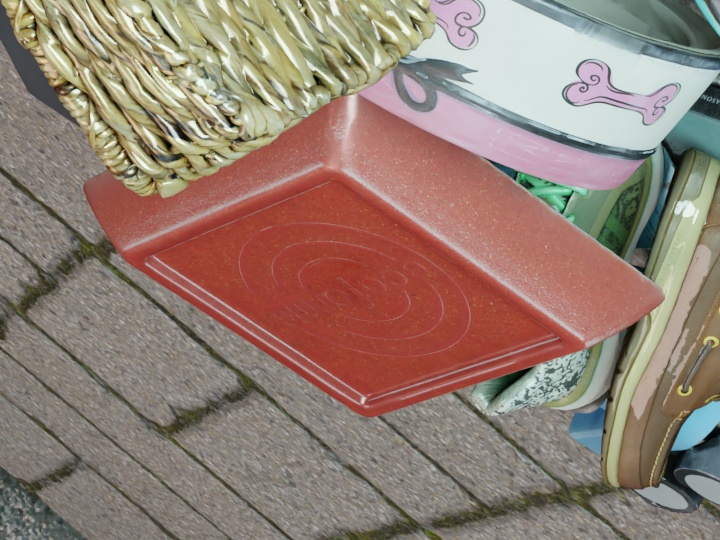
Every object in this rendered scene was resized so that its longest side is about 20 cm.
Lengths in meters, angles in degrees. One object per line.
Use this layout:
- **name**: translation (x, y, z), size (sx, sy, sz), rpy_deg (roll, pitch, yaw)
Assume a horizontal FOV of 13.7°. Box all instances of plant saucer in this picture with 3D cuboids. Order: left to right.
- **plant saucer**: translation (0.000, 0.000, 1.346), size (0.200, 0.037, 0.199), rpy_deg (34, 146, -29)

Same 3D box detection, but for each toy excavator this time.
- **toy excavator**: translation (0.114, 0.034, 1.546), size (0.200, 0.100, 0.194), rpy_deg (34, 163, -17)

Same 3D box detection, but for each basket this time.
- **basket**: translation (-0.096, -0.128, 1.133), size (0.149, 0.143, 0.200), rpy_deg (-19, 102, 49)

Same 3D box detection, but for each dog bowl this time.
- **dog bowl**: translation (0.051, -0.104, 1.247), size (0.200, 0.074, 0.200), rpy_deg (24, -165, -7)

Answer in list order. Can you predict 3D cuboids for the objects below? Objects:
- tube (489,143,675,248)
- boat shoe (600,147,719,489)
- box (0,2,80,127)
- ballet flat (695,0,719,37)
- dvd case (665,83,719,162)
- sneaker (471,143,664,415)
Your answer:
- **tube**: translation (0.106, -0.038, 1.519), size (0.078, 0.050, 0.200), rpy_deg (54, 157, -15)
- **boat shoe**: translation (0.158, 0.034, 1.401), size (0.067, 0.072, 0.200), rpy_deg (17, 132, 5)
- **box**: translation (-0.122, -0.172, 1.474), size (0.079, 0.141, 0.200), rpy_deg (29, 160, 25)
- **ballet flat**: translation (0.206, -0.066, 1.210), size (0.200, 0.073, 0.073), rpy_deg (53, 158, -24)
- **dvd case**: translation (0.231, -0.016, 1.363), size (0.200, 0.022, 0.146), rpy_deg (23, 157, 39)
- **sneaker**: translation (0.090, -0.014, 1.427), size (0.077, 0.089, 0.201), rpy_deg (16, 115, 32)
